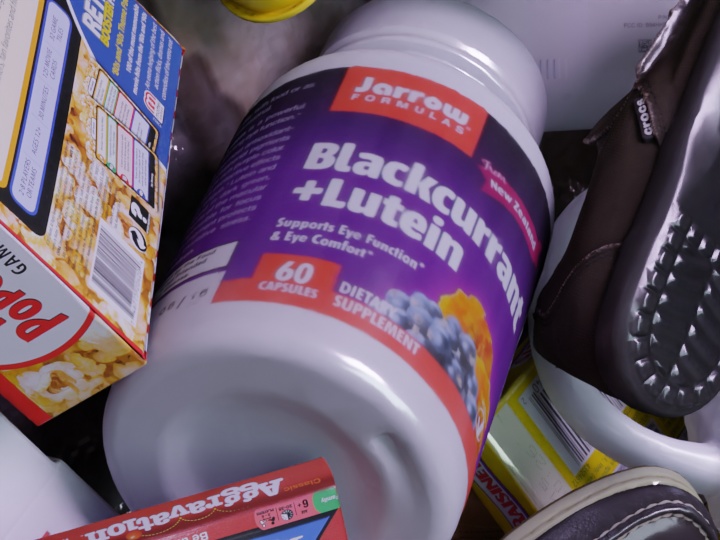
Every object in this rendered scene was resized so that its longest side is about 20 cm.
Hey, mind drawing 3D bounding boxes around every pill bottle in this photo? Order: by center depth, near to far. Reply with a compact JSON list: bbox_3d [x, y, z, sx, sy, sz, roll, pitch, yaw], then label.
[{"bbox_3d":[0.000,0.000,0.865,0.112,0.111,0.200,54,35,-26],"label":"pill bottle"}]

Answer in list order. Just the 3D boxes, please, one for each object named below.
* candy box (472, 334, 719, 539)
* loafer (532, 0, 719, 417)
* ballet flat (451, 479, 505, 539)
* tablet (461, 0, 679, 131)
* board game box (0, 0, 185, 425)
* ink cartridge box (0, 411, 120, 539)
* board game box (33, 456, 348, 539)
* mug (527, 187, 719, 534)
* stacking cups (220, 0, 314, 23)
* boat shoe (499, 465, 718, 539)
[{"bbox_3d":[0.108,0.043,0.983,0.102,0.026,0.200,56,43,-12],"label":"candy box"},{"bbox_3d":[0.105,-0.048,0.874,0.073,0.071,0.200,46,62,-35],"label":"loafer"},{"bbox_3d":[0.048,0.088,0.972,0.199,0.069,0.063,12,104,-34],"label":"ballet flat"},{"bbox_3d":[0.119,-0.118,0.975,0.199,0.014,0.131,-3,98,-4],"label":"tablet"},{"bbox_3d":[-0.135,-0.074,0.785,0.200,0.046,0.152,45,28,-30],"label":"board game box"},{"bbox_3d":[-0.107,0.134,0.860,0.200,0.067,0.116,48,68,-29],"label":"ink cartridge box"},{"bbox_3d":[-0.094,0.127,0.784,0.199,0.019,0.103,-16,121,-6],"label":"board game box"},{"bbox_3d":[0.155,0.024,0.931,0.199,0.148,0.176,9,62,-6],"label":"mug"},{"bbox_3d":[-0.084,-0.139,0.833,0.200,0.060,0.061,27,78,-49],"label":"stacking cups"},{"bbox_3d":[0.043,0.146,0.856,0.200,0.065,0.073,-44,121,-2],"label":"boat shoe"}]
